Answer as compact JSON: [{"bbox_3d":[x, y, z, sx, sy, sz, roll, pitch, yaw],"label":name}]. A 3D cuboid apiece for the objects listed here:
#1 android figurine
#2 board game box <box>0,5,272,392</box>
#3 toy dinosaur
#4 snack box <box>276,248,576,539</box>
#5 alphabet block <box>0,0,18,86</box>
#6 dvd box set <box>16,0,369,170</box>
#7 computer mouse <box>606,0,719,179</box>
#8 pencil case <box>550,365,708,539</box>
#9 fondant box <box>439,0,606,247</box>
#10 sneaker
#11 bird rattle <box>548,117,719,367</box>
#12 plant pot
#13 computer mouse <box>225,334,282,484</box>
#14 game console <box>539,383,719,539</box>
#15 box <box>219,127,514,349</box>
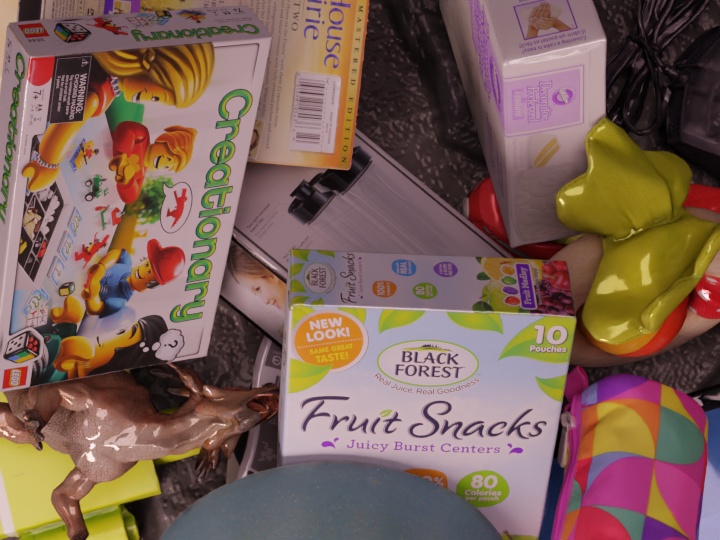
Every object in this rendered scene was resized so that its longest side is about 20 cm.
[{"bbox_3d":[-0.190,0.087,1.060,0.198,0.041,0.184,-17,81,-6],"label":"android figurine"},{"bbox_3d":[-0.122,-0.034,0.912,0.125,0.202,0.035,-10,41,-30],"label":"board game box"},{"bbox_3d":[-0.146,0.072,1.005,0.199,0.087,0.135,31,41,25],"label":"toy dinosaur"},{"bbox_3d":[0.028,0.085,0.946,0.140,0.202,0.053,2,37,-4],"label":"snack box"},{"bbox_3d":[-0.213,-0.183,1.032,0.198,0.196,0.197,26,79,5],"label":"alphabet block"},{"bbox_3d":[-0.083,-0.132,0.950,0.198,0.029,0.148,1,98,-37],"label":"dvd box set"},{"bbox_3d":[0.241,-0.097,1.093,0.199,0.053,0.139,30,80,16],"label":"computer mouse"},{"bbox_3d":[0.134,0.150,0.966,0.087,0.089,0.201,11,50,2],"label":"pencil case"},{"bbox_3d":[0.085,-0.137,1.011,0.058,0.145,0.201,-12,51,-3],"label":"fondant box"},{"bbox_3d":[0.156,-0.021,1.058,0.197,0.085,0.078,4,80,1],"label":"sneaker"},{"bbox_3d":[0.166,-0.002,0.994,0.163,0.199,0.114,-36,63,35],"label":"bird rattle"},{"bbox_3d":[-0.015,0.215,0.928,0.198,0.202,0.135,-1,40,0],"label":"plant pot"},{"bbox_3d":[-0.041,0.119,1.050,0.109,0.044,0.202,17,75,-12],"label":"computer mouse"},{"bbox_3d":[0.169,0.164,1.013,0.198,0.172,0.120,-17,107,-3],"label":"game console"},{"bbox_3d":[0.000,0.000,1.038,0.199,0.060,0.117,39,54,1],"label":"box"}]
